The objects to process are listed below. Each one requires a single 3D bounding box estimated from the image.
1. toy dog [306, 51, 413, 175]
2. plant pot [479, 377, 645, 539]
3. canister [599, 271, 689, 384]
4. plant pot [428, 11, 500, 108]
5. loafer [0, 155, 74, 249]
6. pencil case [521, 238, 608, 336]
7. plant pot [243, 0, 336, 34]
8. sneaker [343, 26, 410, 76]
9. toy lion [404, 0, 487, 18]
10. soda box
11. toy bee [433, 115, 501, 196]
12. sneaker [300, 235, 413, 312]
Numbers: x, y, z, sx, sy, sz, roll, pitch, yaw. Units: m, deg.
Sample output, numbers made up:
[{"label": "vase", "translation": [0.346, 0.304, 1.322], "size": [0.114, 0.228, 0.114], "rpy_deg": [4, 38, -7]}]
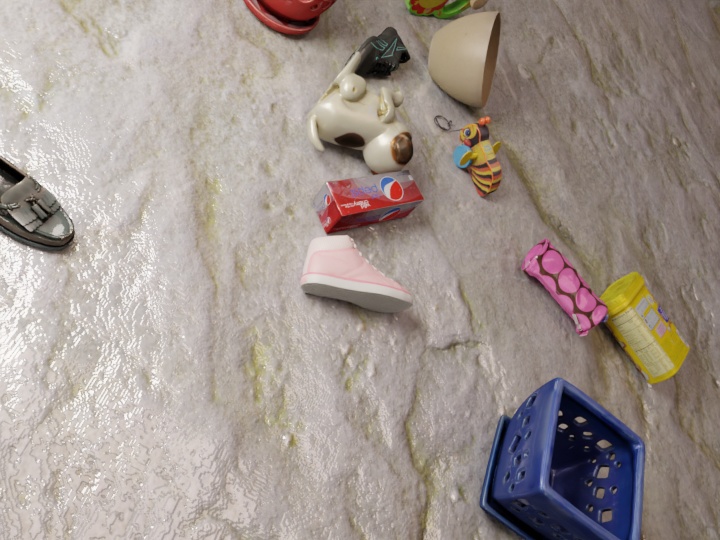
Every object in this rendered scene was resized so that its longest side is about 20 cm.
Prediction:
[{"label": "toy dog", "translation": [0.014, -0.262, 1.183], "size": [0.199, 0.139, 0.195], "rpy_deg": [37, 50, -13]}, {"label": "plant pot", "translation": [0.306, 0.322, 1.016], "size": [0.199, 0.180, 0.201], "rpy_deg": [35, 50, -11]}, {"label": "canister", "translation": [0.608, 0.124, 1.398], "size": [0.148, 0.086, 0.201], "rpy_deg": [-34, 87, -41]}, {"label": "plant pot", "translation": [0.224, -0.468, 1.429], "size": [0.133, 0.202, 0.202], "rpy_deg": [11, 49, 15]}, {"label": "loafer", "translation": [-0.452, -0.104, 0.822], "size": [0.199, 0.063, 0.072], "rpy_deg": [38, 50, -10]}, {"label": "pencil case", "translation": [0.411, 0.036, 1.317], "size": [0.200, 0.091, 0.094], "rpy_deg": [48, 62, 1]}, {"label": "plant pot", "translation": [-0.123, -0.574, 1.235], "size": [0.198, 0.182, 0.203], "rpy_deg": [16, 57, -25]}, {"label": "sneaker", "translation": [0.040, -0.443, 1.344], "size": [0.079, 0.075, 0.200], "rpy_deg": [48, 49, -4]}, {"label": "toy lion", "translation": [0.198, -0.660, 1.527], "size": [0.069, 0.190, 0.200], "rpy_deg": [66, 10, 15]}, {"label": "soda box", "translation": [0.015, -0.124, 1.151], "size": [0.198, 0.063, 0.071], "rpy_deg": [-15, 72, -38]}, {"label": "toy bee", "translation": [0.239, -0.262, 1.353], "size": [0.200, 0.109, 0.131], "rpy_deg": [44, 50, -5]}, {"label": "sneaker", "translation": [0.000, 0.000, 1.061], "size": [0.198, 0.075, 0.106], "rpy_deg": [15, 62, -22]}]
